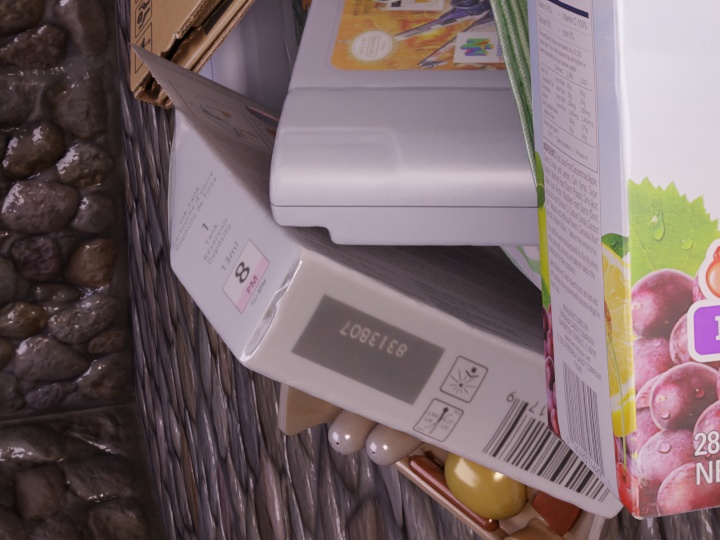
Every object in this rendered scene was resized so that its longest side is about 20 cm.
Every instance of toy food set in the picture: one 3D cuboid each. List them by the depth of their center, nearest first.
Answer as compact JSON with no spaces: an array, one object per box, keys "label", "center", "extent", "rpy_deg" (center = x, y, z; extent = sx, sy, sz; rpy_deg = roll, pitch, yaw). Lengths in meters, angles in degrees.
[{"label":"toy food set","center":[0.039,0.093,1.099],"extent":[0.200,0.060,0.144],"rpy_deg":[37,147,23]}]

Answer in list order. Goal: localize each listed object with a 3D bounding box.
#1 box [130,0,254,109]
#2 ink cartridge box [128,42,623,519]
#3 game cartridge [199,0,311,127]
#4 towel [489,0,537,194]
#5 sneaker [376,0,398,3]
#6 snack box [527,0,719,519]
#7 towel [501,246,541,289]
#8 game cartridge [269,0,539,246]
[{"label":"box","center":[-0.051,-0.191,0.903],"extent":[0.164,0.021,0.201],"rpy_deg":[-46,38,44]},{"label":"ink cartridge box","center":[0.000,0.000,0.804],"extent":[0.057,0.162,0.200],"rpy_deg":[-61,31,8]},{"label":"game cartridge","center":[-0.022,-0.081,1.029],"extent":[0.200,0.041,0.134],"rpy_deg":[7,-109,-66]},{"label":"towel","center":[0.100,-0.039,0.654],"extent":[0.200,0.023,0.153],"rpy_deg":[8,-114,-57]},{"label":"sneaker","center":[0.061,-0.161,0.649],"extent":[0.074,0.088,0.200],"rpy_deg":[58,143,10]},{"label":"snack box","center":[0.122,-0.061,0.479],"extent":[0.068,0.168,0.201],"rpy_deg":[-136,39,-71]},{"label":"towel","center":[0.028,-0.072,0.959],"extent":[0.201,0.023,0.153],"rpy_deg":[65,171,-31]},{"label":"game cartridge","center":[0.049,-0.078,0.750],"extent":[0.200,0.132,0.042],"rpy_deg":[-80,-17,-53]}]
